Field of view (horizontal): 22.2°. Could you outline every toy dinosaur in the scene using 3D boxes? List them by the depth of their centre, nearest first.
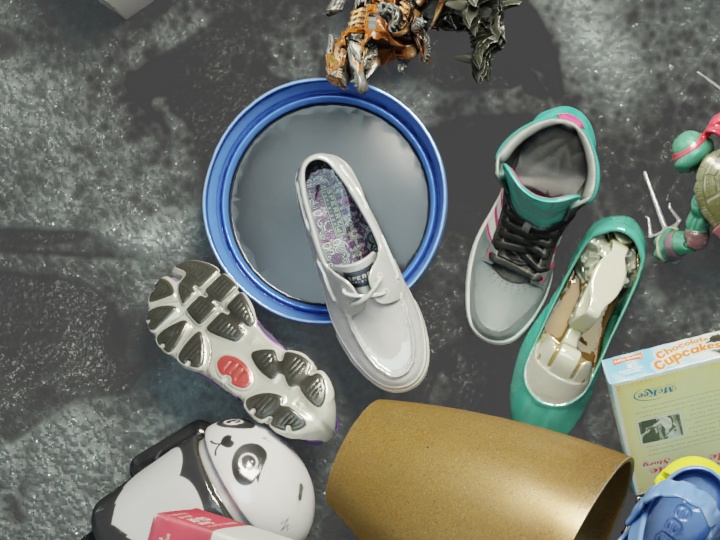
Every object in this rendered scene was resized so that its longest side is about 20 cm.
[{"bbox_3d":[0.050,-0.225,1.478,0.135,0.102,0.201,26,92,22],"label":"toy dinosaur"}]

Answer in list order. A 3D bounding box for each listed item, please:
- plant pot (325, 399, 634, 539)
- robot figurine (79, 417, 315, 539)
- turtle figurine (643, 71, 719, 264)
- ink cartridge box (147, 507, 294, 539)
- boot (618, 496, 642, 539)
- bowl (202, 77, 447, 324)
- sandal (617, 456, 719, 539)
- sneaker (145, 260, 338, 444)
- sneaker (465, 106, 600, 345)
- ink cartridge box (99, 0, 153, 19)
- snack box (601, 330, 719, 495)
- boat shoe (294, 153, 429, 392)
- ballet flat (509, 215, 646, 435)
[{"bbox_3d":[0.080,0.184,1.410,0.199,0.186,0.187,25,89,17],"label":"plant pot"},{"bbox_3d":[-0.132,0.202,1.445,0.200,0.125,0.151,-34,84,6],"label":"robot figurine"},{"bbox_3d":[0.294,-0.049,1.437,0.150,0.101,0.200,-40,91,10],"label":"turtle figurine"},{"bbox_3d":[-0.063,0.268,1.315,0.199,0.083,0.146,14,88,17],"label":"ink cartridge box"},{"bbox_3d":[0.248,0.297,1.431,0.174,0.069,0.201,22,78,6],"label":"boot"},{"bbox_3d":[-0.028,-0.056,1.498,0.200,0.039,0.202,0,85,6],"label":"bowl"},{"bbox_3d":[0.205,0.222,1.342,0.079,0.087,0.200,29,85,11],"label":"sandal"},{"bbox_3d":[-0.096,0.075,1.482,0.081,0.083,0.200,-43,67,-8],"label":"sneaker"},{"bbox_3d":[0.134,-0.038,1.438,0.083,0.121,0.201,19,88,7],"label":"sneaker"},{"bbox_3d":[-0.161,-0.324,1.509,0.200,0.084,0.146,-34,83,3],"label":"ink cartridge box"},{"bbox_3d":[0.296,0.099,1.423,0.199,0.037,0.116,-14,122,5],"label":"snack box"},{"bbox_3d":[0.000,0.000,1.437,0.072,0.069,0.201,-16,84,5],"label":"boat shoe"},{"bbox_3d":[0.170,0.047,1.454,0.067,0.070,0.201,24,89,6],"label":"ballet flat"}]
